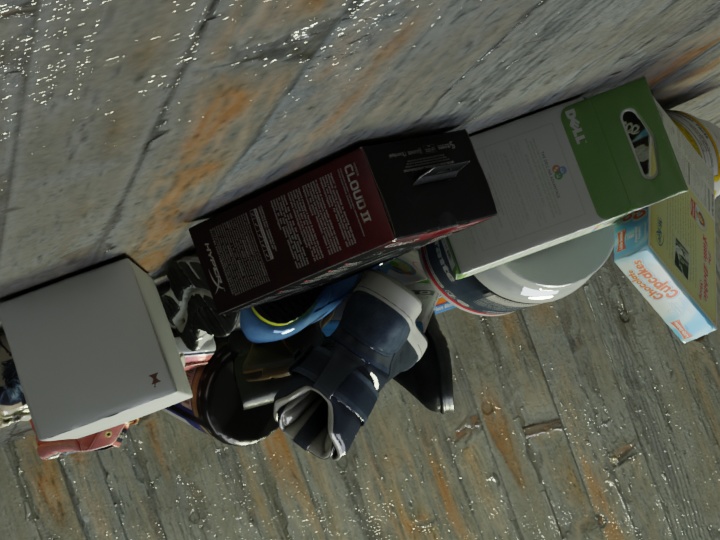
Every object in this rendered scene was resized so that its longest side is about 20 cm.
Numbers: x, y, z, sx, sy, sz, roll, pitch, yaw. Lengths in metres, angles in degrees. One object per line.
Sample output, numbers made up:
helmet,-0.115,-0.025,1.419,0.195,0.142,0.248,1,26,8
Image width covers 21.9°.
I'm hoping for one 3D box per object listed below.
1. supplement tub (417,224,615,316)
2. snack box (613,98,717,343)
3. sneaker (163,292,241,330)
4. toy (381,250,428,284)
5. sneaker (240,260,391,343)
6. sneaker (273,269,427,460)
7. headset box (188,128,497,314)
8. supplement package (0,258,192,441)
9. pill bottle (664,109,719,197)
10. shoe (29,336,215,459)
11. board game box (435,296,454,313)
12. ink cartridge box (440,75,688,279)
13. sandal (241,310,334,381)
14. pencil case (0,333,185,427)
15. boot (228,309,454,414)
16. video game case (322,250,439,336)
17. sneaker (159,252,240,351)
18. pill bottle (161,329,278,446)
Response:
supplement tub,0.139,-0.036,1.666,0.140,0.141,0.200,-19,178,-15
snack box,0.265,-0.048,1.617,0.037,0.116,0.201,-25,-144,30
sneaker,-0.129,0.025,1.844,0.082,0.075,0.200,-7,175,31
toy,0.000,0.000,1.749,0.200,0.115,0.047,-6,123,-65
sneaker,-0.024,-0.007,1.583,0.200,0.066,0.078,-37,169,-24
sneaker,-0.009,0.089,1.542,0.147,0.077,0.202,-59,169,-11
headset box,-0.005,-0.040,1.418,0.199,0.078,0.149,-24,175,36
supplement package,-0.217,0.069,1.551,0.116,0.118,0.200,-19,176,-3
pill bottle,0.280,-0.096,1.801,0.112,0.113,0.200,-23,174,37
shoe,-0.230,0.124,1.814,0.199,0.091,0.071,-14,173,8
board game box,0.045,0.000,1.934,0.199,0.045,0.152,-17,-154,-30
ink cartridge box,0.154,-0.075,1.530,0.199,0.104,0.059,-20,175,-3
sandal,-0.064,0.045,1.647,0.081,0.055,0.200,-17,-162,14
pencil case,-0.263,0.083,1.702,0.199,0.090,0.078,-18,160,-27
boot,-0.019,0.095,1.743,0.199,0.066,0.165,-6,-158,-5
video game case,0.008,0.016,1.819,0.142,0.018,0.200,0,-157,12
sneaker,-0.119,0.010,1.653,0.090,0.078,0.200,-33,-178,-19
pill bottle,-0.164,0.102,1.918,0.111,0.112,0.200,-17,-158,-32
